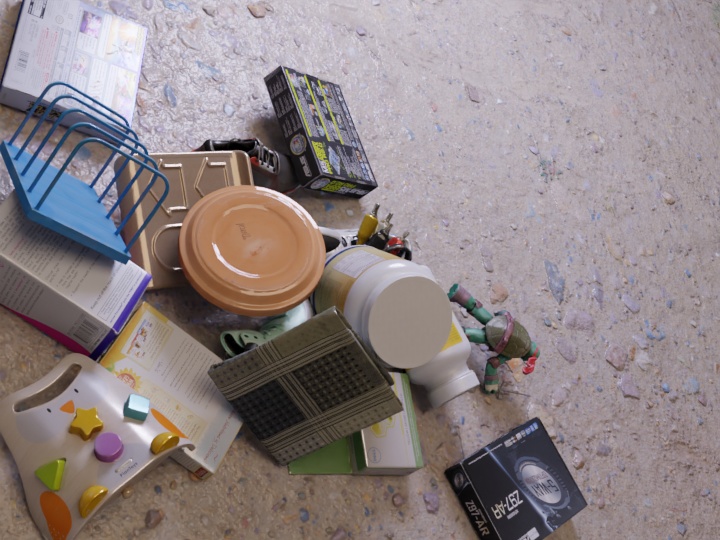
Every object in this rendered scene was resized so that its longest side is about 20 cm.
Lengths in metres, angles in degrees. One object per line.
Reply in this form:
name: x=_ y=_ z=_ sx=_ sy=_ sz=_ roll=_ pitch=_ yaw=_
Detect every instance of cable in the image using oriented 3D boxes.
cable: x=0.000 y=0.000 z=1.478 sx=0.097 sy=0.050 sz=0.200 roll=41 pitch=87 yaw=-13

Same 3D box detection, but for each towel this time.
towel: x=-0.067 y=0.149 z=1.257 sx=0.193 sy=0.199 sz=0.035 roll=57 pitch=16 yaw=-29

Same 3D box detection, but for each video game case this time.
video game case: x=-0.408 y=-0.297 z=1.401 sx=0.180 sy=0.045 sz=0.201 roll=18 pitch=56 yaw=-25

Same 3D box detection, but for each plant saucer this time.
plant saucer: x=-0.143 y=-0.033 z=1.306 sx=0.199 sy=0.032 sz=0.202 roll=8 pitch=55 yaw=-12

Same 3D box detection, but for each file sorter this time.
file sorter: x=-0.339 y=-0.128 z=1.207 sx=0.138 sy=0.123 sz=0.200 roll=29 pitch=13 yaw=-40

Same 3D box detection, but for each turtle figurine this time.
turtle figurine: x=0.219 y=0.110 z=1.585 sx=0.199 sy=0.101 sz=0.150 roll=31 pitch=50 yaw=-10

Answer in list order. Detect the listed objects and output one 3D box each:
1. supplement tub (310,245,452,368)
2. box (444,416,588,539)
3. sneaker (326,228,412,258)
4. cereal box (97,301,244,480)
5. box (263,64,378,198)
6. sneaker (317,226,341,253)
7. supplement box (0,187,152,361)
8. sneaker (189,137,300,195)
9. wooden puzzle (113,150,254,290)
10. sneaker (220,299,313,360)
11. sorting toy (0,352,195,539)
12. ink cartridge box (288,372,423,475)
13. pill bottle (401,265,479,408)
supplement tub: x=0.027 y=0.049 z=1.334 sx=0.143 sy=0.200 sz=0.146 roll=-5 pitch=102 yaw=-22
box: x=0.241 y=0.335 z=1.501 sx=0.199 sy=0.043 sz=0.161 roll=-19 pitch=76 yaw=-41
sneaker: x=-0.009 y=-0.038 z=1.520 sx=0.199 sy=0.072 sz=0.072 roll=2 pitch=65 yaw=-33
cereal box: x=-0.241 y=0.155 z=1.264 sx=0.200 sy=0.039 sz=0.144 roll=40 pitch=49 yaw=-12
box: x=-0.062 y=-0.220 z=1.573 sx=0.160 sy=0.044 sz=0.201 roll=4 pitch=61 yaw=-55
sneaker: x=-0.108 y=-0.001 z=1.360 sx=0.199 sy=0.071 sz=0.100 roll=-9 pitch=66 yaw=-27
supplement box: x=-0.378 y=0.007 z=1.210 sx=0.199 sy=0.101 sz=0.104 roll=35 pitch=49 yaw=-14
sneaker: x=-0.159 y=-0.160 z=1.475 sx=0.199 sy=0.082 sz=0.078 roll=-1 pitch=65 yaw=-36
wooden puzzle: x=-0.240 y=-0.072 z=1.371 sx=0.199 sy=0.046 sz=0.187 roll=-7 pitch=86 yaw=-33
sneaker: x=-0.130 y=0.080 z=1.339 sx=0.118 sy=0.074 sz=0.201 roll=29 pitch=37 yaw=-29
sorting toy: x=-0.321 y=0.189 z=1.136 sx=0.180 sy=0.107 sz=0.200 roll=44 pitch=59 yaw=13
ink cartridge box: x=-0.012 y=0.215 z=1.389 sx=0.199 sy=0.048 sz=0.147 roll=9 pitch=60 yaw=-34
pill bottle: x=0.099 y=0.102 z=1.488 sx=0.112 sy=0.112 sz=0.201 roll=-18 pitch=76 yaw=-41
